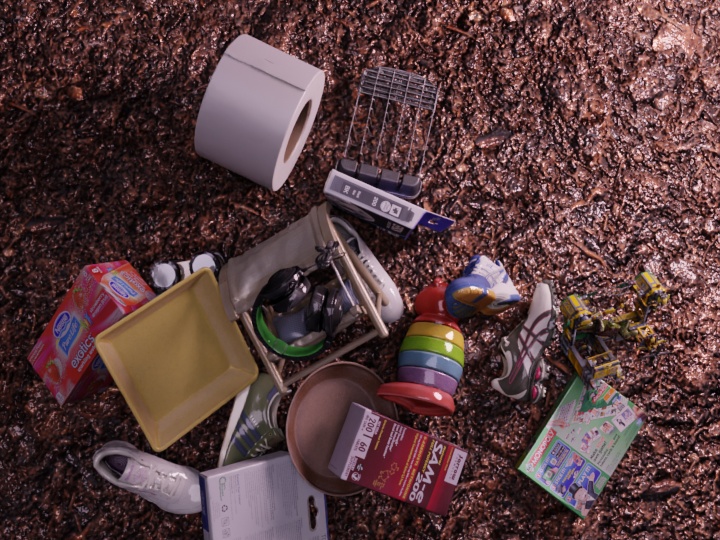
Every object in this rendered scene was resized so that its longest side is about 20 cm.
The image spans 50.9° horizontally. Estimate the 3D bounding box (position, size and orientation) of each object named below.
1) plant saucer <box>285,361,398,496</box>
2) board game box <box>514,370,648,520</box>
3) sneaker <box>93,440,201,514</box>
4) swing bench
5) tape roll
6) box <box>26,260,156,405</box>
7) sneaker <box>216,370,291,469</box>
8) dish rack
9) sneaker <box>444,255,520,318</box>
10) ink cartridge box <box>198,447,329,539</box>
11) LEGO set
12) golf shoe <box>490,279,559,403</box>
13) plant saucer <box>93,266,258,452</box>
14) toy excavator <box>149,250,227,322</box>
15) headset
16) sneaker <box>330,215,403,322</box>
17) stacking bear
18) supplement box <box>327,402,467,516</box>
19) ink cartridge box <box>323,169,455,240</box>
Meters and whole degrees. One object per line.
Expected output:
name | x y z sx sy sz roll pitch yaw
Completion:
plant saucer | -0.032 0.247 1.191 0.196 0.036 0.206 4 81 -26
board game box | 0.360 0.278 1.234 0.133 0.029 0.202 36 83 3
sneaker | -0.322 0.326 1.164 0.196 0.100 0.076 21 80 -1
swing bench | -0.086 0.038 1.143 0.196 0.130 0.202 -30 106 13
tape roll | -0.157 -0.247 1.192 0.137 0.203 0.206 24 82 2
box | -0.403 0.094 1.147 0.100 0.095 0.201 45 111 14
sneaker | -0.165 0.263 1.193 0.088 0.067 0.205 13 79 5
dish rack | 0.049 -0.236 1.275 0.150 0.055 0.205 14 81 -2
sneaker | 0.179 0.021 1.194 0.075 0.198 0.090 -30 71 27
ink cartridge box | -0.144 0.387 1.161 0.196 0.043 0.202 -6 93 -35
LEGO set | 0.410 0.103 1.191 0.195 0.156 0.117 -11 46 -14
golf shoe | 0.271 0.109 1.231 0.086 0.077 0.205 11 81 8
plant saucer | -0.272 0.127 1.125 0.199 0.048 0.203 -35 114 -29
toy excavator | -0.289 0.083 1.205 0.190 0.100 0.205 -12 92 -3
headset | -0.078 0.045 1.033 0.122 0.094 0.202 28 117 -3
sneaker | 0.000 0.000 1.229 0.076 0.081 0.201 -38 87 -8
stacking bear | 0.114 0.117 1.205 0.121 0.112 0.204 31 64 -41
supplement box | 0.060 0.293 1.170 0.197 0.061 0.111 25 81 -23
ink cartridge box | 0.041 -0.089 1.183 0.196 0.198 0.044 22 89 1
